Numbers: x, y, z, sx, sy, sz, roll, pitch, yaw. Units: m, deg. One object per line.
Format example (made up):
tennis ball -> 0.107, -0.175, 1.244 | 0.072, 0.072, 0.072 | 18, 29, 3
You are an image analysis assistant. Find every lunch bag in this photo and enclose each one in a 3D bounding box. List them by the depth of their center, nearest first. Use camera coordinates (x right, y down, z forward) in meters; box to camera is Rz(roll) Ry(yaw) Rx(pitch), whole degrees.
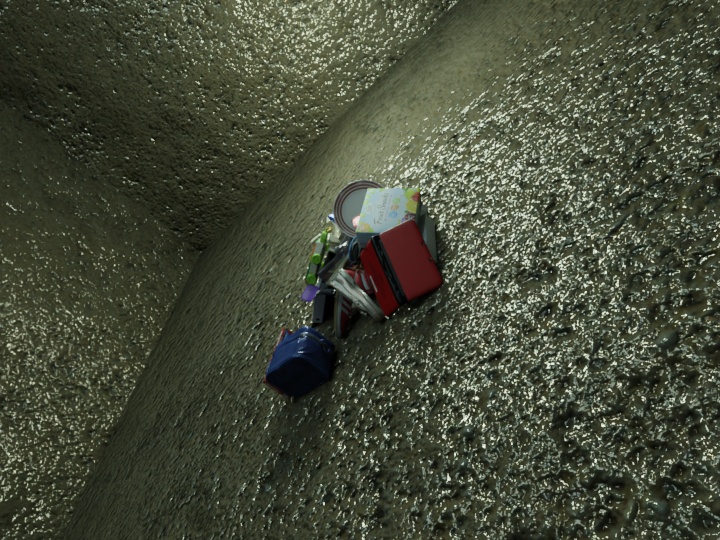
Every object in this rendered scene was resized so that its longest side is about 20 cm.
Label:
lunch bag -> -0.168, 0.255, 1.500 | 0.199, 0.136, 0.133 | -34, 29, 30

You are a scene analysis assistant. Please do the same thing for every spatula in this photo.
spatula -> -0.124, 0.067, 1.552 | 0.057, 0.020, 0.199 | -58, 23, -20

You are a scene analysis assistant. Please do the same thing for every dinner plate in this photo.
dinner plate -> 0.008, -0.197, 1.679 | 0.201, 0.199, 0.024 | -52, -14, -6

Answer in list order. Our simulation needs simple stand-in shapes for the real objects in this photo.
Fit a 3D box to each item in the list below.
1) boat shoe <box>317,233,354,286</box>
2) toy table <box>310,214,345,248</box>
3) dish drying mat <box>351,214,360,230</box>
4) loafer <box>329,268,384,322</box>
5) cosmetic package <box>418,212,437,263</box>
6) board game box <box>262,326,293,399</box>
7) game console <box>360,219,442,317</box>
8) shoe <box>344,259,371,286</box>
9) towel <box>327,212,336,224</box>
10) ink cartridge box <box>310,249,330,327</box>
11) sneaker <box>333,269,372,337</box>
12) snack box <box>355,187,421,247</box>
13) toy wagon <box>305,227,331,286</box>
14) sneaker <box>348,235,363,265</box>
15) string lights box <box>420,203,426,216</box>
boat shoe -> -0.075, -0.046, 1.631 | 0.072, 0.065, 0.202 | -23, 35, 53
toy table -> -0.084, -0.119, 1.911 | 0.200, 0.117, 0.184 | -43, 25, 12
dish drying mat -> 0.065, -0.189, 1.627 | 0.198, 0.018, 0.077 | -27, 35, 0
loafer -> -0.011, 0.082, 1.471 | 0.063, 0.072, 0.200 | -42, 62, -1
cosmetic package -> 0.148, -0.059, 1.505 | 0.150, 0.051, 0.202 | -37, 28, 30
board game box -> -0.231, 0.285, 1.607 | 0.019, 0.103, 0.202 | -27, 33, 37
game console -> 0.105, -0.003, 1.400 | 0.117, 0.203, 0.173 | -15, -19, -25
shoe -> 0.000, 0.000, 1.627 | 0.199, 0.091, 0.072 | -16, 41, 52
towel -> -0.001, -0.200, 1.827 | 0.199, 0.024, 0.144 | -31, 47, -28
ink cartridge box -> -0.122, 0.068, 1.737 | 0.201, 0.043, 0.200 | 105, 179, -49
sneaker -> -0.022, 0.102, 1.555 | 0.071, 0.110, 0.204 | 173, 102, -79
snack box -> 0.086, -0.155, 1.511 | 0.166, 0.068, 0.202 | 2, 46, 15
toy wagon -> -0.135, -0.048, 1.683 | 0.155, 0.039, 0.203 | -72, -3, -71
sneaker -> 0.042, -0.094, 1.573 | 0.199, 0.071, 0.083 | -42, 32, 2
string lights box -> 0.120, -0.133, 1.646 | 0.199, 0.059, 0.104 | -36, 31, 29
